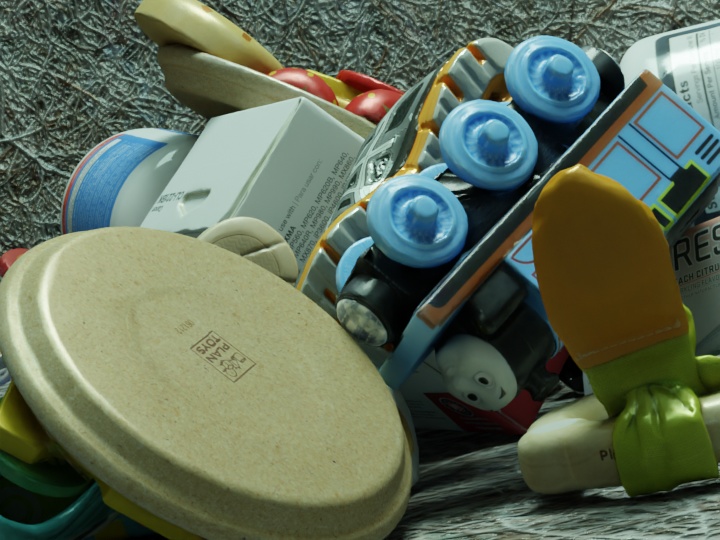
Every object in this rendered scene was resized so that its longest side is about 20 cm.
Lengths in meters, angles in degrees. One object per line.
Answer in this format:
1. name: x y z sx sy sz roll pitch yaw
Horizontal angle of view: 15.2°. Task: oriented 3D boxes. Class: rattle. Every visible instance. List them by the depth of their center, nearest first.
1. rattle: 0.138 0.019 1.183 0.130 0.143 0.200 -32 -6 40

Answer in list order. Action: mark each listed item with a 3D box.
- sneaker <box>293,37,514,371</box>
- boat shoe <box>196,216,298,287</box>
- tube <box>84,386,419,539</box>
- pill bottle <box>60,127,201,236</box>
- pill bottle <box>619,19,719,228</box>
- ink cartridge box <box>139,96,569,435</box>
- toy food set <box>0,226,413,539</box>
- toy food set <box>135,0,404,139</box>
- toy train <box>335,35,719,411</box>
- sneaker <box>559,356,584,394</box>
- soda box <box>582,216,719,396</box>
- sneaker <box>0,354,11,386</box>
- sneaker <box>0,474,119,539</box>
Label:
1. sneaker: 0.019 -0.021 1.304 0.077 0.078 0.200 -15 36 57
2. boat shoe: -0.109 0.057 1.278 0.200 0.072 0.065 -48 -1 -15
3. tube: -0.073 0.098 1.281 0.199 0.051 0.077 -14 8 16
4. pill bottle: -0.101 -0.023 1.572 0.112 0.113 0.200 -12 9 -17
5. pill bottle: 0.189 -0.067 1.339 0.199 0.120 0.120 -14 2 13
6. ink cartridge box: 0.000 0.000 1.422 0.200 0.084 0.144 34 -14 -19
7. toy food set: -0.068 0.051 1.125 0.197 0.049 0.200 29 29 -6
8. toy food set: -0.025 -0.090 1.528 0.199 0.049 0.198 22 -5 27
9. toy train: 0.076 -0.020 1.224 0.200 0.114 0.087 -46 -9 -31
10. sneaker: 0.170 -0.005 1.504 0.080 0.074 0.200 -31 -25 -54
11. soda box: 0.194 0.009 1.270 0.063 0.069 0.199 17 -29 -41
12. sneaker: -0.286 0.033 1.435 0.199 0.113 0.078 -12 3 -5
13. sneaker: -0.105 0.070 1.195 0.200 0.078 0.080 -43 0 -29
